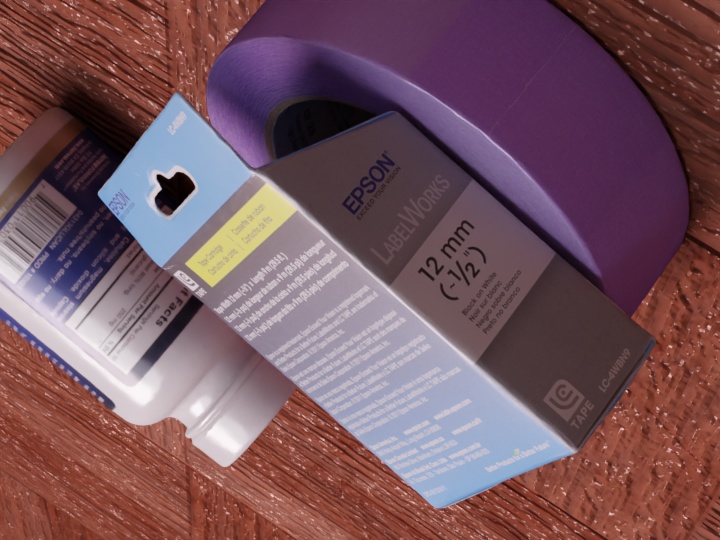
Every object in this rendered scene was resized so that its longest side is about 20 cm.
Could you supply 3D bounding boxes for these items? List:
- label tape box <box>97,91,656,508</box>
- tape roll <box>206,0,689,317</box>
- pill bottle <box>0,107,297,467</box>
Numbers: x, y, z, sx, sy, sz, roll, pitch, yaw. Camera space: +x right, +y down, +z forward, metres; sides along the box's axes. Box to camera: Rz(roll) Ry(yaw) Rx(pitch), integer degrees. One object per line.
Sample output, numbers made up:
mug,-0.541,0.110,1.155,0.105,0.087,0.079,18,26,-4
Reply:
label tape box,0.000,0.000,0.808,0.200,0.066,0.143,43,156,-5
tape roll,0.034,-0.043,0.839,0.200,0.066,0.200,32,155,16
pill bottle,-0.125,0.014,1.108,0.200,0.111,0.111,40,156,-5
